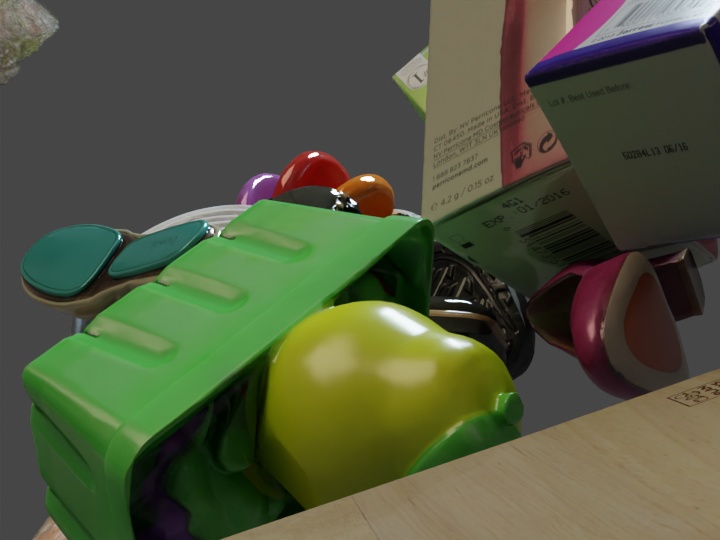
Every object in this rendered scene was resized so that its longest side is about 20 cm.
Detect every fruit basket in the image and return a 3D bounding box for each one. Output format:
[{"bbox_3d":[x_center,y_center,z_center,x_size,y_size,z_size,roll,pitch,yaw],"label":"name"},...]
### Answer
[{"bbox_3d":[-0.018,0.069,0.581,0.212,0.157,0.217,1,39,-1],"label":"fruit basket"}]

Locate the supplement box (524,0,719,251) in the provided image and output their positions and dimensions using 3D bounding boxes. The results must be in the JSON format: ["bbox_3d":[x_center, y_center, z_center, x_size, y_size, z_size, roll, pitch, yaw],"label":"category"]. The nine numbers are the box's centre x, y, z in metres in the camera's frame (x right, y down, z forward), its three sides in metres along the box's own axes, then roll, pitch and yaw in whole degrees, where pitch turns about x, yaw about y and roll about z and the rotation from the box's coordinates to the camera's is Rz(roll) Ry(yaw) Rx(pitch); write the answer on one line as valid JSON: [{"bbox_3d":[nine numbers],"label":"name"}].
[{"bbox_3d":[0.183,-0.110,0.626,0.101,0.104,0.200,-7,33,51],"label":"supplement box"}]

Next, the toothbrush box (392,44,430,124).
[{"bbox_3d":[0.133,-0.110,0.921,0.145,0.086,0.200,-39,42,4],"label":"toothbrush box"}]

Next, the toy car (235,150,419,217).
[{"bbox_3d":[-0.045,-0.015,1.100,0.199,0.152,0.174,-26,-6,39],"label":"toy car"}]

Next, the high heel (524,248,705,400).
[{"bbox_3d":[0.102,0.032,0.626,0.095,0.068,0.200,-18,-2,22],"label":"high heel"}]

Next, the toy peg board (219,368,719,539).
[{"bbox_3d":[0.056,0.110,0.322,0.197,0.099,0.200,-17,7,-7],"label":"toy peg board"}]

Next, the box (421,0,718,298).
[{"bbox_3d":[0.116,-0.098,0.752,0.108,0.127,0.202,-24,50,40],"label":"box"}]

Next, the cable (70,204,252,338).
[{"bbox_3d":[-0.092,0.045,0.889,0.198,0.070,0.202,12,59,16],"label":"cable"}]

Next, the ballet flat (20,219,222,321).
[{"bbox_3d":[-0.140,0.011,0.830,0.199,0.070,0.069,1,31,49],"label":"ballet flat"}]

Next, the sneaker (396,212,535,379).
[{"bbox_3d":[0.067,0.019,0.837,0.075,0.079,0.200,-60,23,7],"label":"sneaker"}]

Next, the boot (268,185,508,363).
[{"bbox_3d":[0.000,0.000,0.793,0.198,0.078,0.140,-3,52,29],"label":"boot"}]
